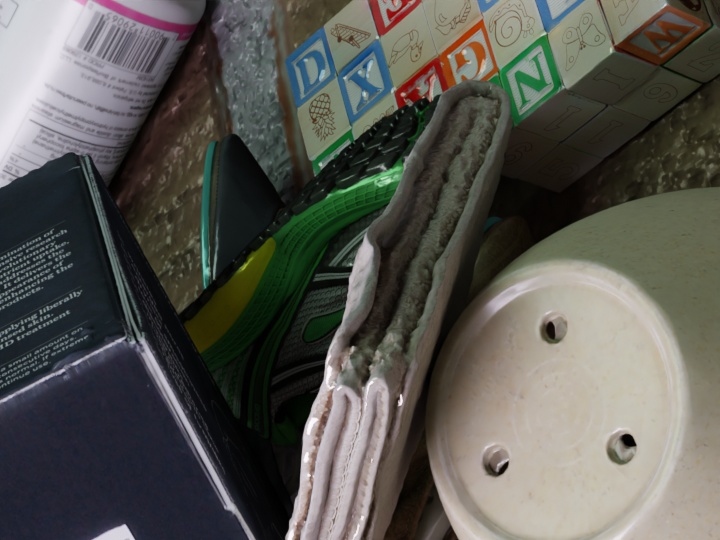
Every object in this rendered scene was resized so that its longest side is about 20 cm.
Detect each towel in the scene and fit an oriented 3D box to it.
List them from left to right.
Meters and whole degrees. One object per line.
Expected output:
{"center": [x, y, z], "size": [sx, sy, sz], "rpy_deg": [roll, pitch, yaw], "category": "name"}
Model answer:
{"center": [0.011, 0.030, 0.780], "size": [0.200, 0.034, 0.133], "rpy_deg": [-64, -10, -57], "category": "towel"}

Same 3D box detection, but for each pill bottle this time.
{"center": [-0.175, -0.086, 1.167], "size": [0.200, 0.113, 0.113], "rpy_deg": [-59, 44, 16], "category": "pill bottle"}

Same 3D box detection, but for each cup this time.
{"center": [0.104, 0.058, 0.769], "size": [0.200, 0.143, 0.201], "rpy_deg": [-8, 76, 36], "category": "cup"}

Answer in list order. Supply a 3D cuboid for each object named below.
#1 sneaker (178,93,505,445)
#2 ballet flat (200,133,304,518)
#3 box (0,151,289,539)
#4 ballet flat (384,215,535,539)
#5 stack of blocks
{"center": [0.000, 0.000, 0.928], "size": [0.085, 0.078, 0.200], "rpy_deg": [44, 130, -3], "category": "sneaker"}
{"center": [-0.044, 0.032, 1.028], "size": [0.073, 0.073, 0.201], "rpy_deg": [-15, 64, 44], "category": "ballet flat"}
{"center": [-0.103, 0.090, 0.847], "size": [0.124, 0.200, 0.197], "rpy_deg": [-27, 24, 0], "category": "box"}
{"center": [0.045, 0.079, 0.918], "size": [0.072, 0.068, 0.200], "rpy_deg": [31, 101, 28], "category": "ballet flat"}
{"center": [0.062, -0.094, 0.949], "size": [0.200, 0.058, 0.115], "rpy_deg": [-37, 53, 34], "category": "stack of blocks"}
